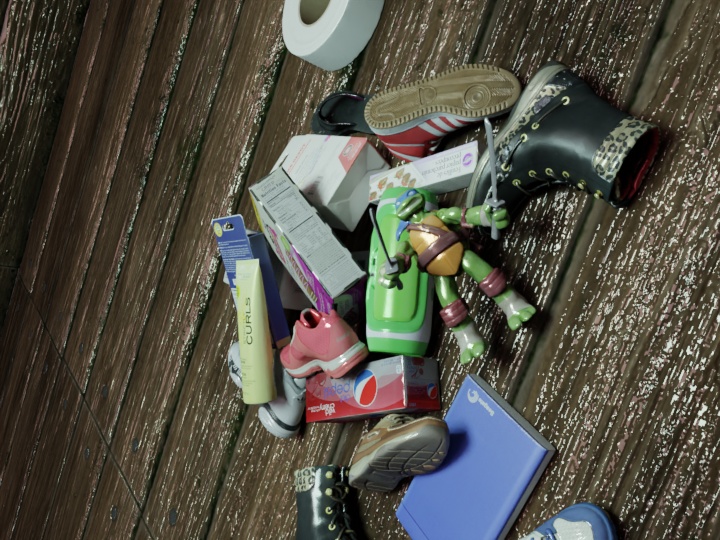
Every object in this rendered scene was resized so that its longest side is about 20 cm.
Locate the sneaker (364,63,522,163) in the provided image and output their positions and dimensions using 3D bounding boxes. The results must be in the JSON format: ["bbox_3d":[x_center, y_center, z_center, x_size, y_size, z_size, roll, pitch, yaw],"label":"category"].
[{"bbox_3d":[0.112,-0.195,0.870,0.194,0.112,0.073,-6,71,18],"label":"sneaker"}]

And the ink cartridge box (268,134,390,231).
[{"bbox_3d":[-0.060,-0.138,1.023,0.198,0.067,0.118,18,72,50],"label":"ink cartridge box"}]

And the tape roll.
[{"bbox_3d":[-0.047,-0.441,1.111,0.200,0.069,0.209,-17,68,48],"label":"tape roll"}]

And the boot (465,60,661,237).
[{"bbox_3d":[0.205,-0.099,0.718,0.154,0.072,0.207,47,117,42],"label":"boot"}]

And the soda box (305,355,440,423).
[{"bbox_3d":[0.010,0.160,0.884,0.197,0.069,0.065,-21,66,45],"label":"soda box"}]

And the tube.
[{"bbox_3d":[-0.156,0.087,0.978,0.056,0.052,0.207,-4,93,14],"label":"tube"}]

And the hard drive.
[{"bbox_3d":[0.122,0.242,0.763,0.132,0.025,0.204,42,113,47],"label":"hard drive"}]

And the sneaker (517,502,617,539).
[{"bbox_3d":[0.161,0.298,0.655,0.201,0.087,0.076,-51,44,26],"label":"sneaker"}]

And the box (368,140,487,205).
[{"bbox_3d":[0.088,-0.122,0.888,0.197,0.041,0.040,-10,72,49],"label":"box"}]

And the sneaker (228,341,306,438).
[{"bbox_3d":[-0.135,0.154,1.062,0.200,0.074,0.117,47,115,39],"label":"sneaker"}]

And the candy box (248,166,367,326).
[{"bbox_3d":[-0.071,-0.024,0.933,0.201,0.060,0.137,52,165,21],"label":"candy box"}]

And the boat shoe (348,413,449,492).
[{"bbox_3d":[0.041,0.207,0.813,0.200,0.074,0.073,-45,29,49],"label":"boat shoe"}]

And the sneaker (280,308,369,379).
[{"bbox_3d":[-0.060,0.090,0.914,0.198,0.073,0.088,-14,106,58],"label":"sneaker"}]

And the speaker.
[{"bbox_3d":[0.054,0.003,0.862,0.087,0.087,0.207,-4,77,49],"label":"speaker"}]

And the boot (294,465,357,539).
[{"bbox_3d":[-0.025,0.331,0.871,0.201,0.072,0.158,-23,61,44],"label":"boot"}]

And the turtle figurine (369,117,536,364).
[{"bbox_3d":[0.097,-0.009,0.717,0.196,0.142,0.200,55,155,4],"label":"turtle figurine"}]

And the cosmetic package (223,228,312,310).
[{"bbox_3d":[-0.148,-0.006,1.113,0.198,0.073,0.105,15,93,51],"label":"cosmetic package"}]

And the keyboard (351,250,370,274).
[{"bbox_3d":[0.000,0.000,0.988,0.197,0.010,0.058,-3,74,50],"label":"keyboard"}]

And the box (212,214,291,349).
[{"bbox_3d":[-0.167,0.015,1.031,0.120,0.032,0.206,0,108,56],"label":"box"}]

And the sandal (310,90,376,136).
[{"bbox_3d":[-0.023,-0.248,1.048,0.198,0.047,0.078,10,88,50],"label":"sandal"}]
